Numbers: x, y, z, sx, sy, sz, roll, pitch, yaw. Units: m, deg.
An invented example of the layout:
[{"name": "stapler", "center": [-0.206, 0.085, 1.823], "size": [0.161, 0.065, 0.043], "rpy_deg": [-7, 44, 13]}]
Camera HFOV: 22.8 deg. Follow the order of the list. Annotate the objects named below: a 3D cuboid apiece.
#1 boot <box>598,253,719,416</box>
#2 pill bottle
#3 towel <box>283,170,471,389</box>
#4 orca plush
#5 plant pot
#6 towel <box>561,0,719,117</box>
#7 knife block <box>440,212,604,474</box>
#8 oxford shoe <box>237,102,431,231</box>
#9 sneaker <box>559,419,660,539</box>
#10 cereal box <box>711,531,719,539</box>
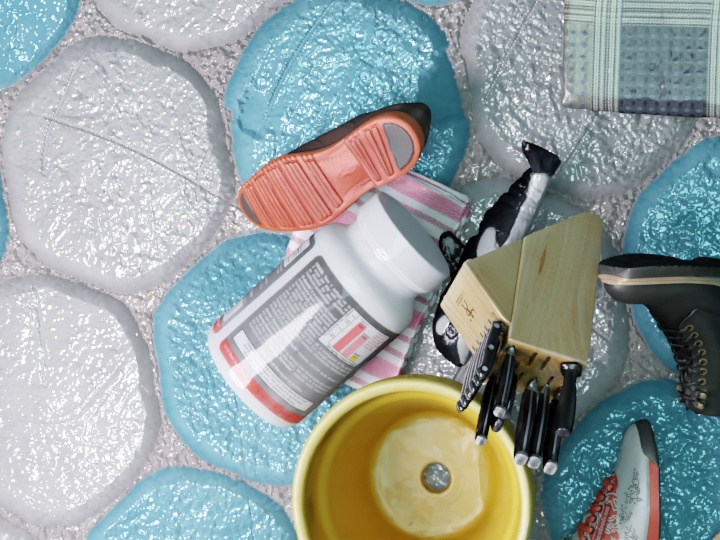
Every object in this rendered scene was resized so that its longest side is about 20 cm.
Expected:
[{"name": "boot", "center": [0.272, 0.060, 1.501], "size": [0.077, 0.198, 0.140], "rpy_deg": [17, 100, 53]}, {"name": "pill bottle", "center": [-0.026, 0.033, 1.546], "size": [0.200, 0.116, 0.116], "rpy_deg": [-41, 85, 13]}, {"name": "towel", "center": [0.000, 0.000, 1.612], "size": [0.145, 0.030, 0.202], "rpy_deg": [23, 95, 8]}, {"name": "orca plush", "center": [0.100, -0.022, 1.554], "size": [0.071, 0.105, 0.202], "rpy_deg": [25, 104, 12]}, {"name": "plant pot", "center": [0.054, 0.185, 1.527], "size": [0.198, 0.189, 0.203], "rpy_deg": [0, 91, 9]}, {"name": "towel", "center": [0.274, -0.237, 1.567], "size": [0.190, 0.035, 0.202], "rpy_deg": [4, 94, 12]}, {"name": "knife block", "center": [0.155, 0.062, 1.441], "size": [0.199, 0.064, 0.176], "rpy_deg": [-22, 67, -32]}, {"name": "oxford shoe", "center": [-0.019, -0.091, 1.575], "size": [0.199, 0.073, 0.072], "rpy_deg": [-20, 108, 29]}, {"name": "sneaker", "center": [0.208, 0.232, 1.566], "size": [0.107, 0.067, 0.204], "rpy_deg": [0, 94, 6]}, {"name": "cereal box", "center": [0.385, 0.298, 1.555], "size": [0.200, 0.040, 0.144], "rpy_deg": [45, 97, 6]}]
